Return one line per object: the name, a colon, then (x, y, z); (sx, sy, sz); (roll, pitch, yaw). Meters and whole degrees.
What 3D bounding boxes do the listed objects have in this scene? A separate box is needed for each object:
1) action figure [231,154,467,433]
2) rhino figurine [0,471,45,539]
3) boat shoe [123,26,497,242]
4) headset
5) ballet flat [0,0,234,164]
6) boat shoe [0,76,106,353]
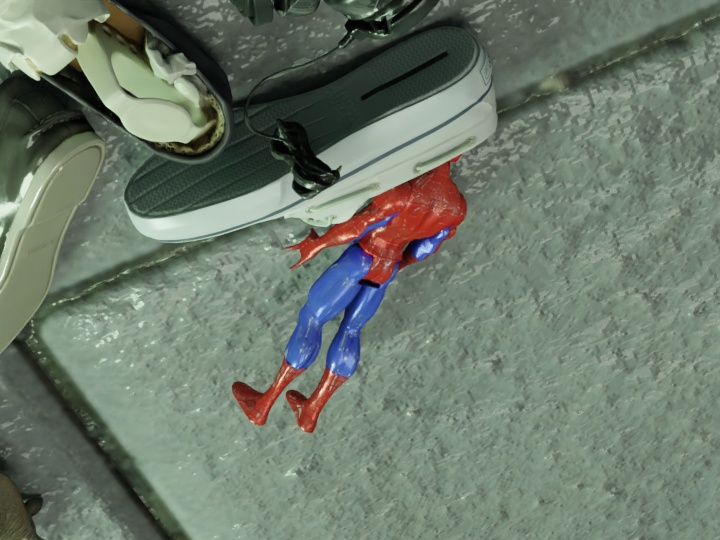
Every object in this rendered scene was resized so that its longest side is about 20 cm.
action figure: (0.000, 0.000, 1.188); (0.065, 0.052, 0.200); (16, 122, -37)
rhino figurine: (-0.242, 0.139, 1.235); (0.087, 0.060, 0.200); (-44, 135, 10)
boat shoe: (-0.019, -0.052, 1.110); (0.199, 0.074, 0.067); (-22, 133, 2)
headset: (-0.011, -0.138, 1.015); (0.123, 0.094, 0.201); (4, 120, -22)
ballet flat: (-0.129, -0.109, 1.022); (0.073, 0.073, 0.200); (-37, 133, 18)
boat shoe: (-0.190, -0.016, 1.113); (0.067, 0.057, 0.200); (-26, 156, -49)
